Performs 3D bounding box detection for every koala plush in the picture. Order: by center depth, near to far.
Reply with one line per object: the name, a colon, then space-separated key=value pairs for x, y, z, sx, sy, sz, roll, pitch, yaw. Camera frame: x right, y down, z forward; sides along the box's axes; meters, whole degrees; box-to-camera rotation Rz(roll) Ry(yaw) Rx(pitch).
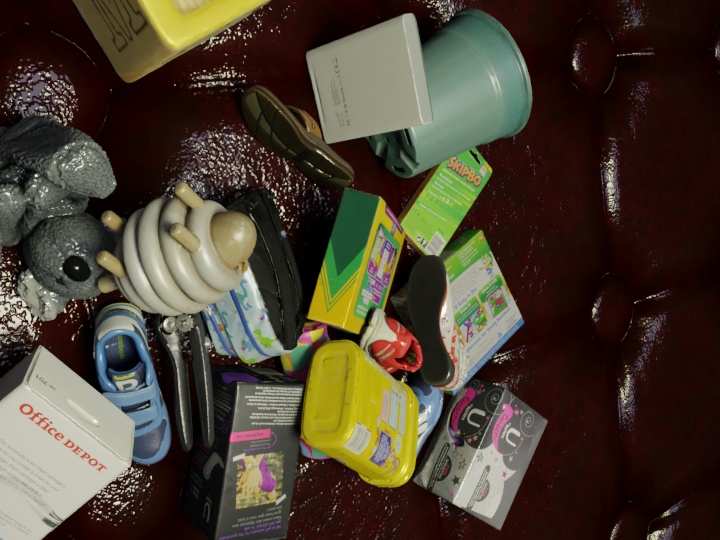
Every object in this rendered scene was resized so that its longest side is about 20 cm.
koala plush: x=-0.338 y=-0.048 z=0.738 sx=0.177 sy=0.183 sz=0.201 roll=-38 pitch=134 yaw=-15

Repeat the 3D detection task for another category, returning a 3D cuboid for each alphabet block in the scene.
alphabet block: x=-0.217 y=-0.355 z=0.747 sx=0.195 sy=0.199 sz=0.198 roll=-40 pitch=114 yaw=-23

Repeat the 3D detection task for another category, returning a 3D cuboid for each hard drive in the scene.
hard drive: x=0.008 y=-0.250 z=0.899 sx=0.026 sy=0.199 sz=0.134 roll=-22 pitch=105 yaw=-38

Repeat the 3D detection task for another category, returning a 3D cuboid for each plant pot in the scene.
plant pot: x=0.112 y=-0.246 z=0.984 sx=0.195 sy=0.200 sz=0.202 roll=-33 pitch=110 yaw=-18

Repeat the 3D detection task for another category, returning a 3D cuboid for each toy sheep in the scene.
toy sheep: x=-0.198 y=-0.016 z=0.706 sx=0.138 sy=0.197 sz=0.140 roll=-13 pitch=90 yaw=-71

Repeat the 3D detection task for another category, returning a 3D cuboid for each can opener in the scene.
can opener: x=-0.212 y=0.123 z=0.834 sx=0.062 sy=0.079 sz=0.203 roll=-13 pitch=85 yaw=-4

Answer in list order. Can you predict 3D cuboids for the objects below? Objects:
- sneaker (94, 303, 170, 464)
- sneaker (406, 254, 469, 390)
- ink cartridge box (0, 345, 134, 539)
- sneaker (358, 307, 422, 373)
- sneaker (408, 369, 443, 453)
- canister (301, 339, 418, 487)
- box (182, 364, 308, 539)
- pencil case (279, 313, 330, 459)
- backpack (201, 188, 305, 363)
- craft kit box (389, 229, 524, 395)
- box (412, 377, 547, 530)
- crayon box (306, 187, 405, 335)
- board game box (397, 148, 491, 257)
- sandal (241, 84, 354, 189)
sneaker: x=-0.278 y=0.144 z=0.802 sx=0.073 sy=0.082 sz=0.203 roll=-15 pitch=101 yaw=-18
sneaker: x=0.122 y=0.086 z=1.039 sx=0.108 sy=0.066 sz=0.204 roll=36 pitch=46 yaw=-61
ink cartridge box: x=-0.368 y=0.205 z=0.718 sx=0.199 sy=0.086 sz=0.147 roll=-39 pitch=116 yaw=3
sneaker: x=0.050 y=0.122 z=0.968 sx=0.078 sy=0.084 sz=0.200 roll=-60 pitch=163 yaw=-11
sneaker: x=0.065 y=0.236 z=1.052 sx=0.082 sy=0.074 sz=0.202 roll=34 pitch=75 yaw=-28
canister: x=0.004 y=0.196 z=0.908 sx=0.200 sy=0.085 sz=0.150 roll=48 pitch=42 yaw=-51
box: x=-0.153 y=0.236 z=0.881 sx=0.105 sy=0.122 sz=0.203 roll=10 pitch=89 yaw=-33
pencil case: x=-0.069 y=0.164 z=0.956 sx=0.088 sy=0.088 sz=0.203 roll=-18 pitch=102 yaw=-30
backpack: x=-0.140 y=0.016 z=0.855 sx=0.152 sy=0.163 sz=0.202 roll=-28 pitch=101 yaw=15
craft kit box: x=0.168 y=0.068 z=1.123 sx=0.199 sy=0.048 sz=0.199 roll=-39 pitch=116 yaw=-25
box: x=0.202 y=0.301 z=1.120 sx=0.132 sy=0.114 sz=0.202 roll=36 pitch=74 yaw=-30
crayon box: x=0.000 y=0.000 z=0.932 sx=0.200 sy=0.058 sz=0.175 roll=38 pitch=68 yaw=-73
board game box: x=0.139 y=-0.121 z=1.098 sx=0.096 sy=0.030 sz=0.201 roll=44 pitch=74 yaw=-28
sandal: x=-0.081 y=-0.188 z=0.923 sx=0.199 sy=0.081 sz=0.055 roll=34 pitch=59 yaw=-29
